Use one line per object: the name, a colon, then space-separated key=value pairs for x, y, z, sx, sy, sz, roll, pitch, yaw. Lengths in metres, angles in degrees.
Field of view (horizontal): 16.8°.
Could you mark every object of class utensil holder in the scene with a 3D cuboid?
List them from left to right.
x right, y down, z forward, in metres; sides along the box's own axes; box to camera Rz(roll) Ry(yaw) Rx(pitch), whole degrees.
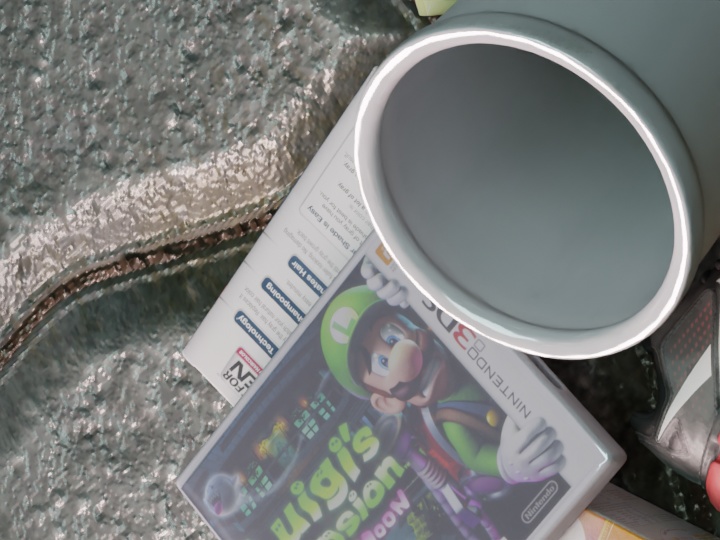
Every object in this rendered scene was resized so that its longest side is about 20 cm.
utensil holder: x=0.117 y=-0.084 z=1.143 sx=0.169 sy=0.200 sz=0.171 roll=19 pitch=132 yaw=23

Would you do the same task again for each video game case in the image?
video game case: x=0.015 y=0.103 z=1.248 sx=0.182 sy=0.023 sz=0.200 roll=48 pitch=112 yaw=26

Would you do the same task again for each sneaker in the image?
sneaker: x=0.192 y=0.017 z=1.198 sx=0.098 sy=0.071 sz=0.202 roll=25 pitch=103 yaw=28

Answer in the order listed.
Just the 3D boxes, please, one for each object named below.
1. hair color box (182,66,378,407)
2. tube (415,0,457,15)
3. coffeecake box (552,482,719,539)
hair color box: x=0.000 y=0.000 z=1.323 sx=0.100 sy=0.060 sz=0.200 roll=44 pitch=109 yaw=25
tube: x=0.106 y=-0.161 z=1.270 sx=0.199 sy=0.052 sz=0.058 roll=6 pitch=91 yaw=31
coffeecake box: x=0.090 y=0.181 z=1.253 sx=0.199 sy=0.073 sz=0.154 roll=25 pitch=102 yaw=31
